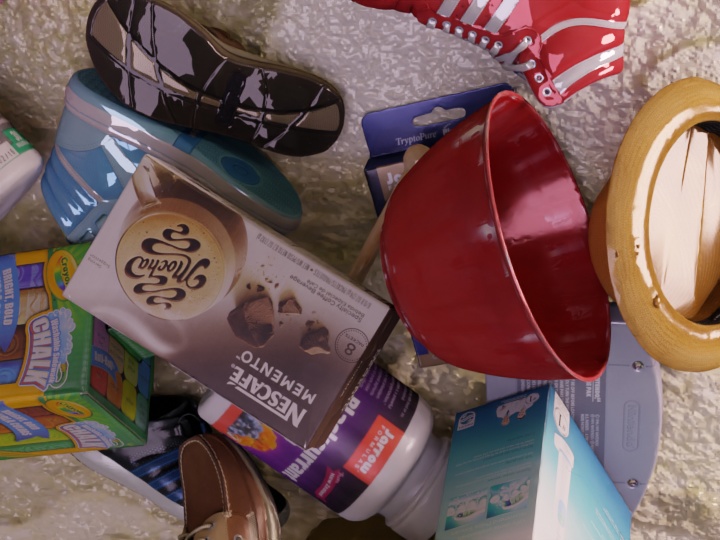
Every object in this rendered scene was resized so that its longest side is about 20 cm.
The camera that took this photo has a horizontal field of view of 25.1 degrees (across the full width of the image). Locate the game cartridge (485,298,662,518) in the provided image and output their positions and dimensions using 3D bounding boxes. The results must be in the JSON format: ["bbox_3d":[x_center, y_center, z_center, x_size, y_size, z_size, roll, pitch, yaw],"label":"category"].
[{"bbox_3d":[0.161,0.105,1.222,0.133,0.041,0.201,5,128,12],"label":"game cartridge"}]

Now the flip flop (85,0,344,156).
[{"bbox_3d":[-0.105,-0.143,1.177,0.199,0.058,0.081,19,111,-15],"label":"flip flop"}]

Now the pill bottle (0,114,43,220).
[{"bbox_3d":[-0.340,-0.112,1.192,0.200,0.113,0.113,45,114,-3],"label":"pill bottle"}]

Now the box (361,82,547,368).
[{"bbox_3d":[0.077,-0.030,1.202,0.120,0.032,0.201,-11,110,15],"label":"box"}]

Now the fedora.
[{"bbox_3d":[0.217,-0.031,1.128,0.082,0.200,0.201,0,121,54],"label":"fedora"}]

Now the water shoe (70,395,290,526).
[{"bbox_3d":[-0.143,0.146,1.296,0.199,0.072,0.079,24,113,-1],"label":"water shoe"}]

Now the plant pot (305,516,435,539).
[{"bbox_3d":[0.015,0.307,1.279,0.199,0.194,0.196,28,116,12],"label":"plant pot"}]

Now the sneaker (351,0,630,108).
[{"bbox_3d":[0.088,-0.166,1.118,0.199,0.071,0.113,-2,110,9],"label":"sneaker"}]

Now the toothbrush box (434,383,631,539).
[{"bbox_3d":[0.125,0.207,1.158,0.085,0.200,0.147,-20,122,24],"label":"toothbrush box"}]

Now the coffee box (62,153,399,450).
[{"bbox_3d":[-0.085,0.022,1.108,0.199,0.080,0.113,32,92,7],"label":"coffee box"}]

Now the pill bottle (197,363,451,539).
[{"bbox_3d":[-0.015,0.120,1.239,0.200,0.112,0.112,35,115,-6],"label":"pill bottle"}]

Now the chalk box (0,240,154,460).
[{"bbox_3d":[-0.228,0.063,1.222,0.199,0.125,0.125,-7,154,14],"label":"chalk box"}]

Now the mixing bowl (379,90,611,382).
[{"bbox_3d":[0.082,-0.008,1.094,0.108,0.200,0.201,-19,109,25],"label":"mixing bowl"}]

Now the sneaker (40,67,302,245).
[{"bbox_3d":[-0.148,-0.050,1.210,0.199,0.080,0.131,32,114,6],"label":"sneaker"}]

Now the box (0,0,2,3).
[{"bbox_3d":[-0.327,-0.242,1.090,0.176,0.200,0.097,38,115,-6],"label":"box"}]

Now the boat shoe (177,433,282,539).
[{"bbox_3d":[-0.102,0.218,1.207,0.076,0.074,0.201,-39,62,41],"label":"boat shoe"}]

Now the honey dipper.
[{"bbox_3d":[0.000,0.000,1.161,0.038,0.038,0.201,28,89,-3],"label":"honey dipper"}]
